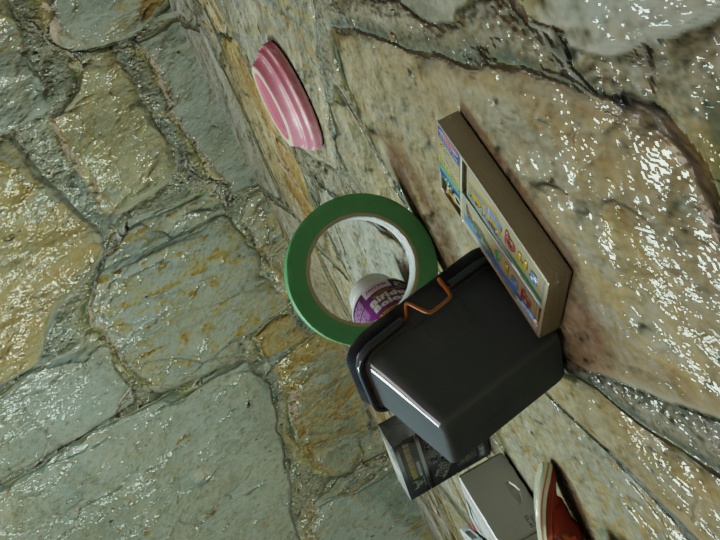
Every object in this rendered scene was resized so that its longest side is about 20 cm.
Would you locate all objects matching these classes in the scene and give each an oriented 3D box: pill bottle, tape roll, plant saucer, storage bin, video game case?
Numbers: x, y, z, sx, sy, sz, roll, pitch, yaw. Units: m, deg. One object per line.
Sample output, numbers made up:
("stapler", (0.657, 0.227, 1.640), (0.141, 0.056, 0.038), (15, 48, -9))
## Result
("pill bottle", (0.052, 0.077, 1.673), (0.112, 0.112, 0.200), (66, 171, -28))
("tape roll", (0.000, 0.000, 1.414), (0.201, 0.200, 0.048), (62, 172, -2))
("plant saucer", (-0.131, -0.291, 1.840), (0.201, 0.051, 0.201), (61, 173, 13))
("storage bin", (0.108, 0.088, 1.104), (0.134, 0.200, 0.146), (42, 161, 38))
("video game case", (0.219, 0.499, 1.775), (0.143, 0.018, 0.200), (59, 175, 4))

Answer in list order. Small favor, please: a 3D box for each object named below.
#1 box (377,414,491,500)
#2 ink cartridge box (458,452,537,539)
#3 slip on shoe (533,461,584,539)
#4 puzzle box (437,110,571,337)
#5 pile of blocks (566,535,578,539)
("box", (0.122, 0.270, 1.708), (0.048, 0.158, 0.200), (57, 171, 37))
("ink cartridge box", (0.234, 0.404, 1.702), (0.148, 0.086, 0.200), (57, 173, 38))
("slip on shoe", (0.262, 0.339, 1.413), (0.074, 0.061, 0.200), (-68, -32, -68))
("puzzle box", (0.134, -0.043, 1.035), (0.200, 0.025, 0.133), (59, 171, 25))
("pile of blocks", (0.274, 0.358, 1.322), (0.062, 0.082, 0.200), (62, 159, 17))
